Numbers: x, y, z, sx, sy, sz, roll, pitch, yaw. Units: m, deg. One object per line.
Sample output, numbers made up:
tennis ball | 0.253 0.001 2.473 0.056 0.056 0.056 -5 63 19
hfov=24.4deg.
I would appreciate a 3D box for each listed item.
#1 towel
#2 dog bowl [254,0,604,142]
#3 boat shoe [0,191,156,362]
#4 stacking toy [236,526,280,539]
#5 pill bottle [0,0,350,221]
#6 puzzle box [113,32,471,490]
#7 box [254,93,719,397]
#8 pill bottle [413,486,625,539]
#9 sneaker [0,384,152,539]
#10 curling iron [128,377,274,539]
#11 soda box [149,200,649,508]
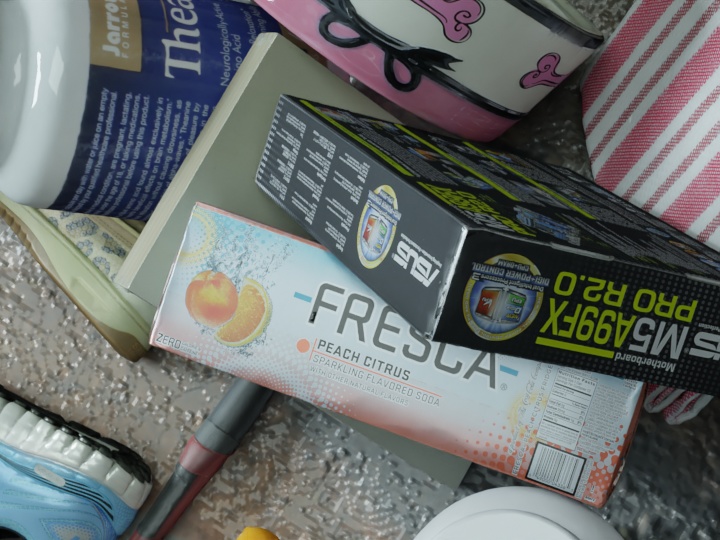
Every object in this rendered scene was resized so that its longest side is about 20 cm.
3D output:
towel | 0.155 -0.052 0.741 0.030 0.147 0.202 9 55 -23
dog bowl | 0.016 -0.138 0.789 0.200 0.200 0.074 39 105 16
boat shoe | -0.159 -0.045 0.862 0.063 0.073 0.200 -39 84 -6
stacking toy | -0.023 0.209 0.767 0.109 0.116 0.202 -25 63 2
pill bottle | -0.113 -0.081 0.789 0.198 0.111 0.112 7 75 -26
puzzle box | 0.000 0.000 0.777 0.199 0.025 0.134 34 82 -25
box | 0.062 -0.012 0.678 0.159 0.200 0.045 11 104 -26
pill bottle | 0.070 0.150 0.701 0.110 0.200 0.113 -2 77 10
sneaker | -0.207 0.097 0.832 0.198 0.078 0.091 24 86 15
curling iron | -0.068 0.096 0.833 0.049 0.026 0.201 29 79 -6
soda box | 0.017 0.034 0.691 0.198 0.068 0.064 20 89 4
